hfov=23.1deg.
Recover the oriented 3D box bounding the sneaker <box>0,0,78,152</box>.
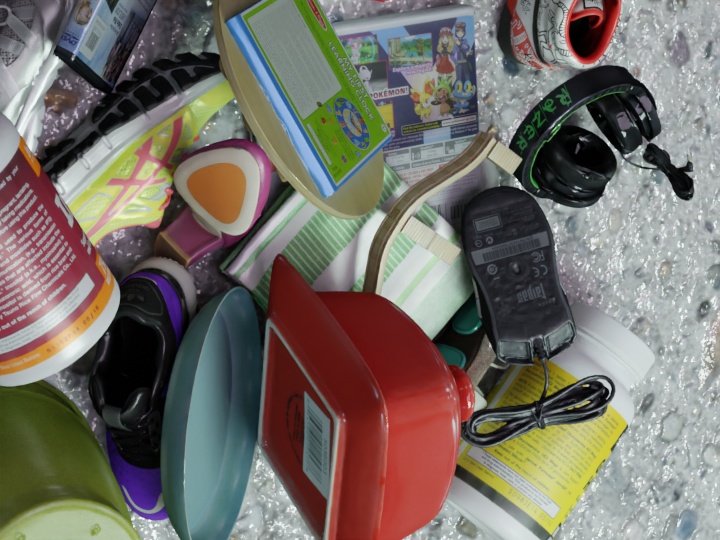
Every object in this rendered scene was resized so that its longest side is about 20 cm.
[{"bbox_3d":[-0.246,-0.154,1.199,0.081,0.075,0.202,12,96,-32],"label":"sneaker"}]

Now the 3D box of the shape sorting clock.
[{"bbox_3d":[-0.044,-0.128,1.254,0.200,0.039,0.201,39,38,-39],"label":"shape sorting clock"}]

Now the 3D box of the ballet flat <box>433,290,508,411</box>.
[{"bbox_3d":[0.091,0.074,1.455,0.200,0.068,0.067,-51,124,-8],"label":"ballet flat"}]

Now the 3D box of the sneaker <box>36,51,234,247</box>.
[{"bbox_3d":[-0.159,-0.078,1.273,0.199,0.078,0.091,-38,118,-4],"label":"sneaker"}]

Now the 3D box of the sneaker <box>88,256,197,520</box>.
[{"bbox_3d":[-0.164,0.099,1.279,0.069,0.100,0.202,5,109,11],"label":"sneaker"}]

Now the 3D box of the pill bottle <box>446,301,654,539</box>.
[{"bbox_3d":[0.157,0.131,1.479,0.112,0.112,0.201,40,82,-31],"label":"pill bottle"}]

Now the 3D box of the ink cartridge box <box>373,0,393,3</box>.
[{"bbox_3d":[-0.012,-0.304,1.255,0.084,0.144,0.202,-27,114,-23],"label":"ink cartridge box"}]

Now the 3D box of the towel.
[{"bbox_3d":[0.000,0.000,1.386,0.153,0.023,0.200,-50,126,-3],"label":"towel"}]

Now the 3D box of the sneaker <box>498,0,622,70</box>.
[{"bbox_3d":[0.168,-0.258,1.391,0.067,0.108,0.204,2,101,-30],"label":"sneaker"}]

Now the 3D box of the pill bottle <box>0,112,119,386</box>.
[{"bbox_3d":[-0.252,-0.031,1.158,0.113,0.113,0.201,-39,121,-16],"label":"pill bottle"}]

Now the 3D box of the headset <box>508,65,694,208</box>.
[{"bbox_3d":[0.204,-0.098,1.443,0.124,0.094,0.199,-48,152,23],"label":"headset"}]

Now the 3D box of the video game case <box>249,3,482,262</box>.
[{"bbox_3d":[0.005,-0.106,1.387,0.198,0.023,0.184,-12,108,-26],"label":"video game case"}]

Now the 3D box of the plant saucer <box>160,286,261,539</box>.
[{"bbox_3d":[-0.111,0.111,1.303,0.027,0.200,0.202,6,102,11],"label":"plant saucer"}]

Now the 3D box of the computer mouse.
[{"bbox_3d":[0.106,0.043,1.408,0.139,0.046,0.202,-21,81,-4],"label":"computer mouse"}]

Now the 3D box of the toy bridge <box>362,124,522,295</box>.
[{"bbox_3d":[0.049,-0.028,1.375,0.067,0.027,0.201,31,93,-37],"label":"toy bridge"}]

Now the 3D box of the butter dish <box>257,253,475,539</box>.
[{"bbox_3d":[0.017,0.105,1.313,0.147,0.200,0.202,-11,128,-23],"label":"butter dish"}]

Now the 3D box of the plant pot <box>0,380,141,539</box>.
[{"bbox_3d":[-0.238,0.189,1.221,0.199,0.193,0.203,-7,105,-28],"label":"plant pot"}]

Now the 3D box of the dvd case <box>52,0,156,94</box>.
[{"bbox_3d":[-0.147,-0.223,1.211,0.017,0.143,0.201,26,88,3],"label":"dvd case"}]

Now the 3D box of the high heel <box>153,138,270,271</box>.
[{"bbox_3d":[-0.084,-0.062,1.252,0.067,0.200,0.096,44,61,5],"label":"high heel"}]
